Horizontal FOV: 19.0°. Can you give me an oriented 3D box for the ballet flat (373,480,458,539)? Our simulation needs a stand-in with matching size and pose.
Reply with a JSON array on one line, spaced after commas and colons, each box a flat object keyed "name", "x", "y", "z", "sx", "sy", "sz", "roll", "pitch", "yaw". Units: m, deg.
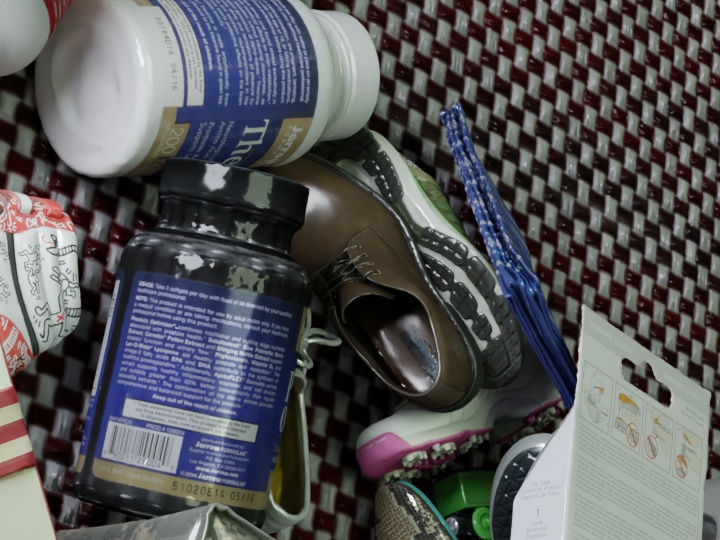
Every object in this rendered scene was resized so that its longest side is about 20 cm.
[{"name": "ballet flat", "x": 0.055, "y": 0.230, "z": 1.371, "sx": 0.075, "sy": 0.068, "sz": 0.200, "roll": -45, "pitch": 113, "yaw": -31}]

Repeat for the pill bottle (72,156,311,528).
[{"name": "pill bottle", "x": -0.090, "y": 0.042, "z": 1.220, "sx": 0.112, "sy": 0.112, "sz": 0.200, "roll": 15, "pitch": 85, "yaw": -39}]

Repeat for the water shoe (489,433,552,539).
[{"name": "water shoe", "x": 0.135, "y": 0.191, "z": 1.419, "sx": 0.079, "sy": 0.071, "sz": 0.200, "roll": -47, "pitch": 128, "yaw": -60}]

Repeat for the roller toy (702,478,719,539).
[{"name": "roller toy", "x": 0.289, "y": 0.237, "z": 1.532, "sx": 0.200, "sy": 0.140, "sz": 0.183, "roll": -33, "pitch": 111, "yaw": -47}]

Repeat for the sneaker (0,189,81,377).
[{"name": "sneaker", "x": -0.224, "y": -0.037, "z": 1.181, "sx": 0.108, "sy": 0.067, "sz": 0.202, "roll": -30, "pitch": 103, "yaw": -43}]

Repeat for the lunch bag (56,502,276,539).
[{"name": "lunch bag", "x": -0.073, "y": 0.226, "z": 1.178, "sx": 0.200, "sy": 0.164, "sz": 0.118, "roll": 38, "pitch": 58, "yaw": -28}]

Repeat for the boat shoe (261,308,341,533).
[{"name": "boat shoe", "x": -0.055, "y": 0.057, "z": 1.298, "sx": 0.075, "sy": 0.086, "sz": 0.202, "roll": 12, "pitch": 71, "yaw": -41}]

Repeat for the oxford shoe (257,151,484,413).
[{"name": "oxford shoe", "x": 0.000, "y": 0.000, "z": 1.332, "sx": 0.200, "sy": 0.073, "sz": 0.084, "roll": 49, "pitch": 11, "yaw": 15}]

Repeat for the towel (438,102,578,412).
[{"name": "towel", "x": 0.106, "y": -0.005, "z": 1.416, "sx": 0.145, "sy": 0.024, "sz": 0.200, "roll": 59, "pitch": 10, "yaw": -40}]

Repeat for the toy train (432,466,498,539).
[{"name": "toy train", "x": 0.129, "y": 0.159, "z": 1.475, "sx": 0.200, "sy": 0.042, "sz": 0.057, "roll": 2, "pitch": 67, "yaw": -42}]

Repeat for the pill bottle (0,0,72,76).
[{"name": "pill bottle", "x": -0.208, "y": -0.182, "z": 1.205, "sx": 0.112, "sy": 0.112, "sz": 0.200, "roll": 43, "pitch": 53, "yaw": -26}]

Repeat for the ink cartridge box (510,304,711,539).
[{"name": "ink cartridge box", "x": 0.159, "y": 0.145, "z": 1.353, "sx": 0.161, "sy": 0.050, "sz": 0.200, "roll": 33, "pitch": 53, "yaw": -43}]

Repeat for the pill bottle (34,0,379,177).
[{"name": "pill bottle", "x": -0.087, "y": -0.115, "z": 1.300, "sx": 0.200, "sy": 0.111, "sz": 0.111, "roll": -7, "pitch": 83, "yaw": -43}]

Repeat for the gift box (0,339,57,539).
[{"name": "gift box", "x": -0.268, "y": 0.099, "z": 1.016, "sx": 0.187, "sy": 0.200, "sz": 0.185, "roll": -16, "pitch": 84, "yaw": -43}]

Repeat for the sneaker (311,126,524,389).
[{"name": "sneaker", "x": 0.053, "y": -0.014, "z": 1.406, "sx": 0.200, "sy": 0.077, "sz": 0.089, "roll": 57, "pitch": 28, "yaw": 12}]

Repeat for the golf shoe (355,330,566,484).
[{"name": "golf shoe", "x": 0.060, "y": 0.080, "z": 1.421, "sx": 0.200, "sy": 0.075, "sz": 0.092, "roll": -16, "pitch": 74, "yaw": -46}]
